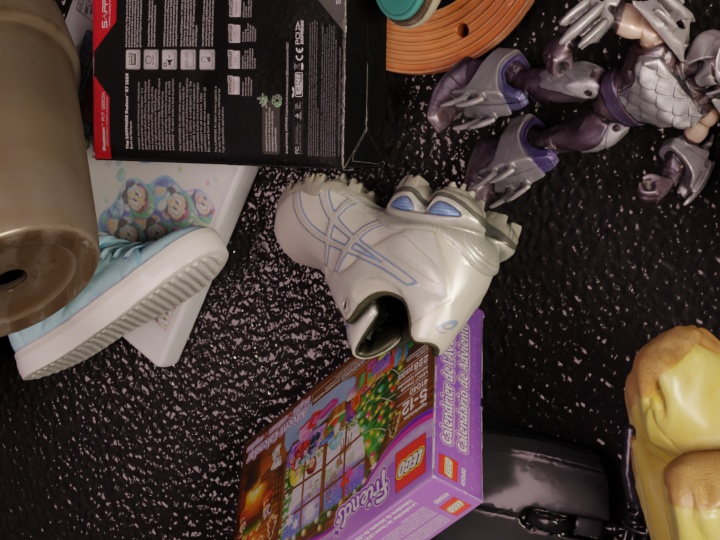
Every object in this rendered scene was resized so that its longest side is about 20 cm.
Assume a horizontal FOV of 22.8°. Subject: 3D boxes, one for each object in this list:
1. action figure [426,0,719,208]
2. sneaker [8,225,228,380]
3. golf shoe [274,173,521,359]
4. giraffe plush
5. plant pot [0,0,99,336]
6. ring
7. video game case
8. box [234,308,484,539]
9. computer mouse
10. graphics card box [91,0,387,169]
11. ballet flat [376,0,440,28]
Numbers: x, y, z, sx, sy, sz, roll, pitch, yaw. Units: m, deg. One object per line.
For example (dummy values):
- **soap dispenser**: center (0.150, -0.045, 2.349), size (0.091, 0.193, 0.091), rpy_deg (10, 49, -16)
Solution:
- **action figure**: center (0.129, -0.088, 0.951), size (0.199, 0.069, 0.131), rpy_deg (-12, 120, 46)
- **sneaker**: center (-0.171, 0.002, 1.161), size (0.199, 0.074, 0.083), rpy_deg (-29, 83, 34)
- **golf shoe**: center (0.000, 0.000, 1.022), size (0.199, 0.078, 0.098), rpy_deg (3, 67, 58)
- **giraffe plush**: center (0.228, 0.121, 0.873), size (0.160, 0.173, 0.202), rpy_deg (-12, 73, 2)
- **plant pot**: center (-0.248, -0.058, 1.113), size (0.200, 0.199, 0.175), rpy_deg (-44, 60, 31)
- **ring**: center (0.035, -0.216, 1.046), size (0.199, 0.019, 0.203), rpy_deg (4, 97, 36)
- **video game case**: center (-0.155, -0.068, 1.198), size (0.182, 0.024, 0.201), rpy_deg (37, 115, 26)
- **box**: center (-0.004, 0.117, 1.046), size (0.200, 0.039, 0.138), rpy_deg (-41, 32, 37)
- **computer mouse**: center (0.088, 0.128, 1.029), size (0.198, 0.053, 0.140), rpy_deg (9, 102, 35)
- **graphics card box**: center (-0.077, -0.127, 1.092), size (0.198, 0.051, 0.127), rpy_deg (4, 95, 35)
- **ballet flat**: center (0.038, -0.237, 0.991), size (0.069, 0.069, 0.202), rpy_deg (3, 101, 35)
